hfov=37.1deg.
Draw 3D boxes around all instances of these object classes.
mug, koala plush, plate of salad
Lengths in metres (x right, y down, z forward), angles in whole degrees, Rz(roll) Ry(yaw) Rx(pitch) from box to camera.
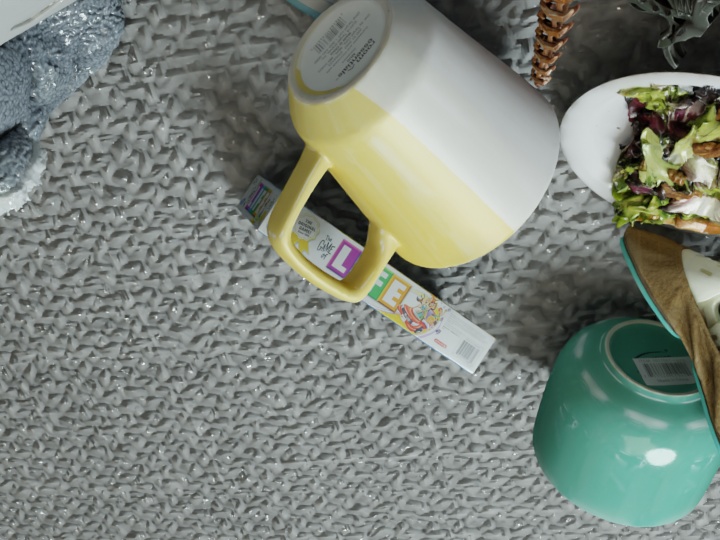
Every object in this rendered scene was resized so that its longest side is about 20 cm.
[{"bbox_3d":[0.028,-0.087,0.699,0.148,0.188,0.153,-10,147,37],"label":"mug"},{"bbox_3d":[0.234,0.103,0.879,0.151,0.185,0.115,27,132,21],"label":"mug"},{"bbox_3d":[-0.263,-0.145,0.727,0.183,0.201,0.178,-24,121,28],"label":"koala plush"},{"bbox_3d":[0.233,-0.067,0.746,0.198,0.048,0.200,19,158,8],"label":"plate of salad"}]

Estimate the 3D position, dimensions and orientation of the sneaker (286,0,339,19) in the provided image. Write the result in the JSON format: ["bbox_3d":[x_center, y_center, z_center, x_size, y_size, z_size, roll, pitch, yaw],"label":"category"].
[{"bbox_3d":[-0.052,-0.255,0.674,0.199,0.080,0.131,25,132,-22],"label":"sneaker"}]

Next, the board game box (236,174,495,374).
[{"bbox_3d":[0.000,0.000,0.841,0.199,0.134,0.034,34,91,-17],"label":"board game box"}]

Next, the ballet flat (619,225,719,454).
[{"bbox_3d":[0.264,0.044,0.789,0.072,0.202,0.067,-34,157,34],"label":"ballet flat"}]

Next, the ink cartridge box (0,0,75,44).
[{"bbox_3d":[-0.249,-0.244,0.635,0.201,0.146,0.086,52,147,-8],"label":"ink cartridge box"}]

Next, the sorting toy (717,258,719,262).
[{"bbox_3d":[0.343,0.019,0.747,0.036,0.201,0.186,6,137,-29],"label":"sorting toy"}]

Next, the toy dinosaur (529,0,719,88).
[{"bbox_3d":[0.174,-0.204,0.673,0.135,0.102,0.200,38,143,7],"label":"toy dinosaur"}]
